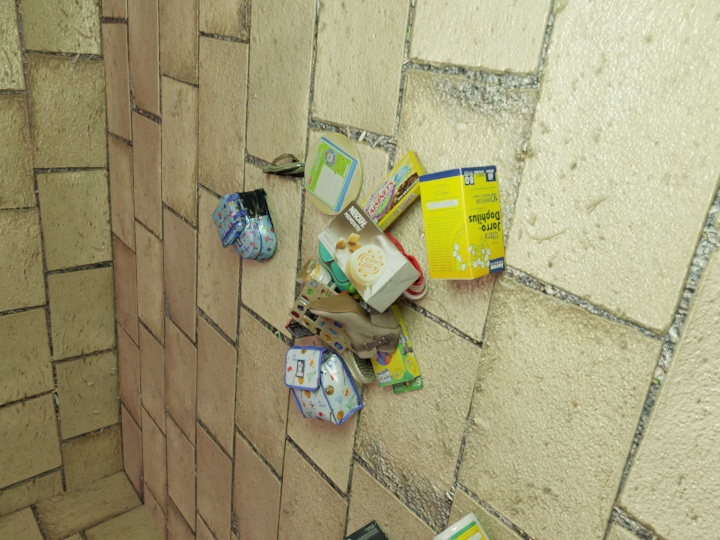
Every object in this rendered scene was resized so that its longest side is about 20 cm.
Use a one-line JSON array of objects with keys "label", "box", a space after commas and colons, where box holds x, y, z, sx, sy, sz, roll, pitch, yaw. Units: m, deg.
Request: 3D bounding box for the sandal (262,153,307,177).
[{"label": "sandal", "box": [-0.208, -0.290, 1.560, 0.199, 0.079, 0.058, 12, 94, 49]}]

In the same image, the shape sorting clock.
[{"label": "shape sorting clock", "box": [-0.069, -0.241, 1.427, 0.198, 0.039, 0.204, 9, 104, 38]}]

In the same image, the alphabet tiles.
[{"label": "alphabet tiles", "box": [-0.065, 0.117, 1.352, 0.199, 0.008, 0.168, 36, 134, -1]}]

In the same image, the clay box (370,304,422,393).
[{"label": "clay box", "box": [0.071, 0.193, 1.357, 0.114, 0.047, 0.203, -28, 77, 50]}]

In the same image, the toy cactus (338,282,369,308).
[{"label": "toy cactus", "box": [0.000, 0.000, 1.274, 0.164, 0.101, 0.203, -5, 106, 65]}]

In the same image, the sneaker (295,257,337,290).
[{"label": "sneaker", "box": [-0.114, 0.024, 1.503, 0.076, 0.087, 0.200, -53, 16, 0]}]

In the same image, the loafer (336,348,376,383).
[{"label": "loafer", "box": [-0.017, 0.206, 1.453, 0.069, 0.075, 0.202, -59, 46, 41]}]

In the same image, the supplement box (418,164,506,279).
[{"label": "supplement box", "box": [0.195, -0.091, 1.089, 0.109, 0.108, 0.204, -1, 99, 50]}]

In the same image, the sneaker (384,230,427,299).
[{"label": "sneaker", "box": [0.077, -0.038, 1.236, 0.200, 0.078, 0.116, 46, 168, 18]}]

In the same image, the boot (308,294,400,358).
[{"label": "boot", "box": [-0.009, 0.130, 1.277, 0.196, 0.071, 0.148, -2, 121, 12]}]

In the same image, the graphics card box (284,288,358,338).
[{"label": "graphics card box", "box": [-0.100, 0.109, 1.483, 0.051, 0.126, 0.199, 50, 144, -17]}]

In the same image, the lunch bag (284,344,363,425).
[{"label": "lunch bag", "box": [-0.112, 0.296, 1.518, 0.169, 0.123, 0.203, -5, 110, 48]}]

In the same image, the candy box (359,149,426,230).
[{"label": "candy box", "box": [0.063, -0.157, 1.234, 0.200, 0.026, 0.103, -45, 41, 28]}]

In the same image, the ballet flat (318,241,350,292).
[{"label": "ballet flat", "box": [-0.057, -0.011, 1.441, 0.201, 0.067, 0.071, -118, 6, -46]}]

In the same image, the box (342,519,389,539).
[{"label": "box", "box": [0.030, 0.819, 1.502, 0.198, 0.122, 0.202, 40, 128, 35]}]

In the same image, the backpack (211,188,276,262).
[{"label": "backpack", "box": [-0.342, -0.120, 1.717, 0.182, 0.133, 0.203, -31, 78, 50]}]

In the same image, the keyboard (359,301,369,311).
[{"label": "keyboard", "box": [0.022, 0.088, 1.390, 0.011, 0.057, 0.199, 39, 144, -18]}]

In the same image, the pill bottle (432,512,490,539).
[{"label": "pill bottle", "box": [0.247, 0.631, 1.198, 0.201, 0.112, 0.113, 57, 136, 23]}]

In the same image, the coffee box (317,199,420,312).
[{"label": "coffee box", "box": [0.015, -0.031, 1.158, 0.114, 0.080, 0.201, -42, 56, 8]}]
